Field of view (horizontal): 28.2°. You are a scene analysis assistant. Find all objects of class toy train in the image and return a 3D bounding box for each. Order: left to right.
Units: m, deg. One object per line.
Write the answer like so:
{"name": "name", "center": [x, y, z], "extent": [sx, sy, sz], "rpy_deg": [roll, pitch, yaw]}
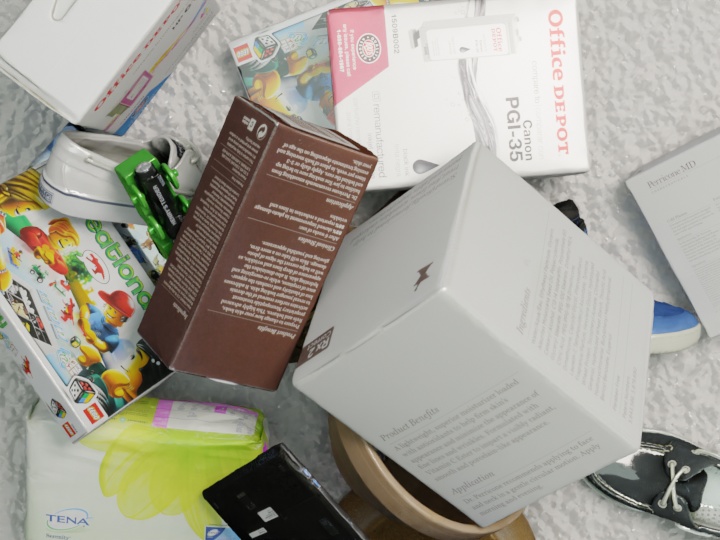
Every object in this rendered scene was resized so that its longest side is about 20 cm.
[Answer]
{"name": "toy train", "center": [-0.135, -0.009, 1.121], "extent": [0.042, 0.056, 0.200], "rpy_deg": [-34, 128, -15]}

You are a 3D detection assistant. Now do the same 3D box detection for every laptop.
{"name": "laptop", "center": [0.002, 0.196, 1.096], "extent": [0.200, 0.177, 0.103], "rpy_deg": [48, 58, -2]}

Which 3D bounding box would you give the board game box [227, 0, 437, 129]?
{"name": "board game box", "center": [0.003, -0.167, 1.201], "extent": [0.199, 0.035, 0.127], "rpy_deg": [-22, 93, 1]}

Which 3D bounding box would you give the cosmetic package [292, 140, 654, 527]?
{"name": "cosmetic package", "center": [0.088, 0.050, 1.065], "extent": [0.200, 0.165, 0.165], "rpy_deg": [39, 131, -20]}

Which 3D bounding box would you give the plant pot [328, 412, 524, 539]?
{"name": "plant pot", "center": [0.042, 0.133, 1.163], "extent": [0.201, 0.201, 0.093], "rpy_deg": [52, 130, -1]}

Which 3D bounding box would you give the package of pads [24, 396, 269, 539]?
{"name": "package of pads", "center": [-0.177, 0.181, 1.185], "extent": [0.199, 0.068, 0.155], "rpy_deg": [5, 109, 0]}

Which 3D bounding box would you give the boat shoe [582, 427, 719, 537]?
{"name": "boat shoe", "center": [0.282, 0.181, 1.199], "extent": [0.199, 0.060, 0.076], "rpy_deg": [12, 93, 0]}

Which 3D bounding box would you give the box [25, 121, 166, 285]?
{"name": "box", "center": [-0.214, -0.008, 1.209], "extent": [0.200, 0.038, 0.137], "rpy_deg": [42, 92, -1]}

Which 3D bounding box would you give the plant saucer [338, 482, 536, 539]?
{"name": "plant saucer", "center": [0.057, 0.266, 1.218], "extent": [0.199, 0.035, 0.201], "rpy_deg": [0, 93, 1]}

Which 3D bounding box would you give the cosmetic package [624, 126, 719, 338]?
{"name": "cosmetic package", "center": [0.337, -0.055, 1.150], "extent": [0.200, 0.052, 0.151], "rpy_deg": [-27, 97, 29]}

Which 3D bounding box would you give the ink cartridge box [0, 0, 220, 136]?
{"name": "ink cartridge box", "center": [-0.192, -0.187, 1.121], "extent": [0.085, 0.200, 0.145], "rpy_deg": [38, 93, 0]}

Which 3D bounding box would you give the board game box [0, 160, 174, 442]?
{"name": "board game box", "center": [-0.232, 0.019, 1.131], "extent": [0.126, 0.035, 0.200], "rpy_deg": [-36, 92, -42]}

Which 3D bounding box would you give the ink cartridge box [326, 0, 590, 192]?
{"name": "ink cartridge box", "center": [0.077, -0.141, 1.143], "extent": [0.199, 0.083, 0.147], "rpy_deg": [-5, 93, 0]}

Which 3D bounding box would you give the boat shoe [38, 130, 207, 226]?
{"name": "boat shoe", "center": [-0.155, -0.075, 1.144], "extent": [0.074, 0.199, 0.066], "rpy_deg": [48, 125, 39]}

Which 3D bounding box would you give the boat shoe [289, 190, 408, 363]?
{"name": "boat shoe", "center": [0.000, 0.000, 1.197], "extent": [0.200, 0.072, 0.068], "rpy_deg": [-39, 61, -3]}

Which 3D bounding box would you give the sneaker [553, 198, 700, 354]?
{"name": "sneaker", "center": [0.188, 0.001, 1.184], "extent": [0.199, 0.077, 0.112], "rpy_deg": [9, 102, 7]}

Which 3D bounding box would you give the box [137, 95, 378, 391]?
{"name": "box", "center": [-0.077, -0.018, 1.071], "extent": [0.100, 0.075, 0.201], "rpy_deg": [16, 102, -38]}
